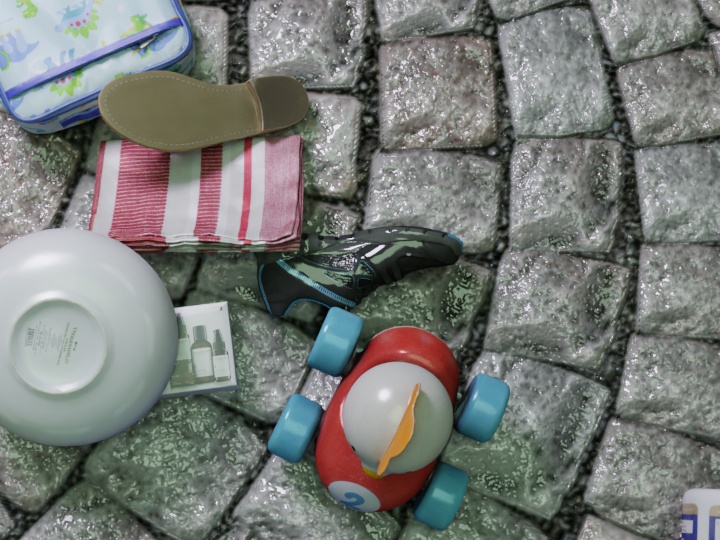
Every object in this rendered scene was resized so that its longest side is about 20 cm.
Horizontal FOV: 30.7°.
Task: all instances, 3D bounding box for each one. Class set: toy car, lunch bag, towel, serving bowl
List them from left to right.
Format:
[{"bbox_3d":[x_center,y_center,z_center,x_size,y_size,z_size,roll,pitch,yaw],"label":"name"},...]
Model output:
[{"bbox_3d":[-0.265,0.063,1.166,0.200,0.066,0.200,0,94,-4],"label":"serving bowl"},{"bbox_3d":[-0.268,-0.230,1.273,0.200,0.082,0.161,-23,85,-5],"label":"lunch bag"},{"bbox_3d":[-0.154,-0.077,1.247,0.200,0.023,0.144,-1,50,-1],"label":"towel"},{"bbox_3d":[0.024,0.142,1.148,0.184,0.200,0.177,25,94,0],"label":"toy car"}]

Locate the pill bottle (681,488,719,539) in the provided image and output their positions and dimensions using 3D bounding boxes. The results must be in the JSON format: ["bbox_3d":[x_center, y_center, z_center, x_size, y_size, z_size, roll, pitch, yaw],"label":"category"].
[{"bbox_3d":[0.348,0.302,1.191,0.116,0.116,0.200,5,80,-2],"label":"pill bottle"}]

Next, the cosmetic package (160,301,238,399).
[{"bbox_3d":[-0.219,0.082,1.235,0.200,0.051,0.083,-7,80,-4],"label":"cosmetic package"}]

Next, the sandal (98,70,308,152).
[{"bbox_3d":[-0.158,-0.150,1.275,0.212,0.070,0.078,-7,86,-27],"label":"sandal"}]

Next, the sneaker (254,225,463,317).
[{"bbox_3d":[0.000,0.000,1.256,0.200,0.073,0.082,-5,89,5],"label":"sneaker"}]
